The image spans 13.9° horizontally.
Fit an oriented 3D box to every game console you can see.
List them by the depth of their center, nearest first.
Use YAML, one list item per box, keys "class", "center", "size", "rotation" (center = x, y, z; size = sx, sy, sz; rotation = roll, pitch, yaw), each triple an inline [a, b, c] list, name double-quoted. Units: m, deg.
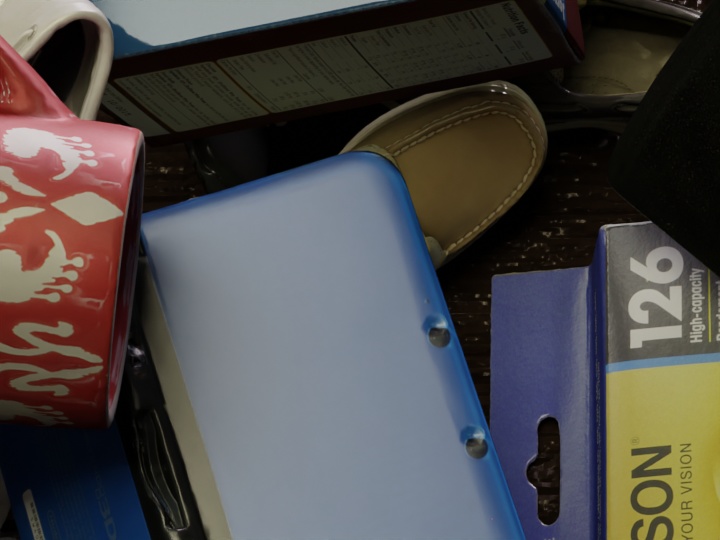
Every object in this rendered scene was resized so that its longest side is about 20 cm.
- class: "game console"
  center: [-0.046, 0.079, 1.139]
  size: [0.118, 0.171, 0.200]
  rotation: [-6, 70, -35]

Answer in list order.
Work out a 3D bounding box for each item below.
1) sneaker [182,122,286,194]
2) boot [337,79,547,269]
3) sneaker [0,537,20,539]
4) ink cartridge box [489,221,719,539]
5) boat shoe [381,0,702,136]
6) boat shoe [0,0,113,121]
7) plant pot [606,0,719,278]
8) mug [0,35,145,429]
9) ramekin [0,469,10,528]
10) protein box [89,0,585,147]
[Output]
- class: "sneaker"
  center: [-0.046, -0.116, 1.359]
  size: [0.088, 0.074, 0.200]
  rotation: [-13, 58, 11]
- class: "boot"
  center: [0.000, 0.000, 1.232]
  size: [0.200, 0.072, 0.155]
  rotation: [-32, 15, 3]
- class: "sneaker"
  center: [-0.092, 0.179, 1.196]
  size: [0.140, 0.078, 0.200]
  rotation: [-20, 57, 6]
- class: "ink cartridge box"
  center: [0.147, 0.069, 1.210]
  size: [0.200, 0.047, 0.198]
  rotation: [-5, 60, 11]
- class: "boat shoe"
  center: [0.091, -0.099, 1.313]
  size: [0.200, 0.065, 0.073]
  rotation: [5, 63, 21]
- class: "boat shoe"
  center: [-0.156, -0.019, 1.136]
  size: [0.065, 0.073, 0.200]
  rotation: [26, 95, 58]
- class: "plant pot"
  center: [0.240, -0.081, 1.148]
  size: [0.200, 0.178, 0.199]
  rotation: [41, 65, 19]
- class: "mug"
  center: [-0.178, -0.026, 1.033]
  size: [0.200, 0.178, 0.134]
  rotation: [7, 28, -1]
- class: "ramekin"
  center: [-0.243, 0.057, 1.198]
  size: [0.098, 0.201, 0.201]
  rotation: [16, 64, 51]
- class: "protein box"
  center: [-0.026, -0.178, 1.242]
  size: [0.200, 0.135, 0.199]
  rotation: [-10, 77, 12]
